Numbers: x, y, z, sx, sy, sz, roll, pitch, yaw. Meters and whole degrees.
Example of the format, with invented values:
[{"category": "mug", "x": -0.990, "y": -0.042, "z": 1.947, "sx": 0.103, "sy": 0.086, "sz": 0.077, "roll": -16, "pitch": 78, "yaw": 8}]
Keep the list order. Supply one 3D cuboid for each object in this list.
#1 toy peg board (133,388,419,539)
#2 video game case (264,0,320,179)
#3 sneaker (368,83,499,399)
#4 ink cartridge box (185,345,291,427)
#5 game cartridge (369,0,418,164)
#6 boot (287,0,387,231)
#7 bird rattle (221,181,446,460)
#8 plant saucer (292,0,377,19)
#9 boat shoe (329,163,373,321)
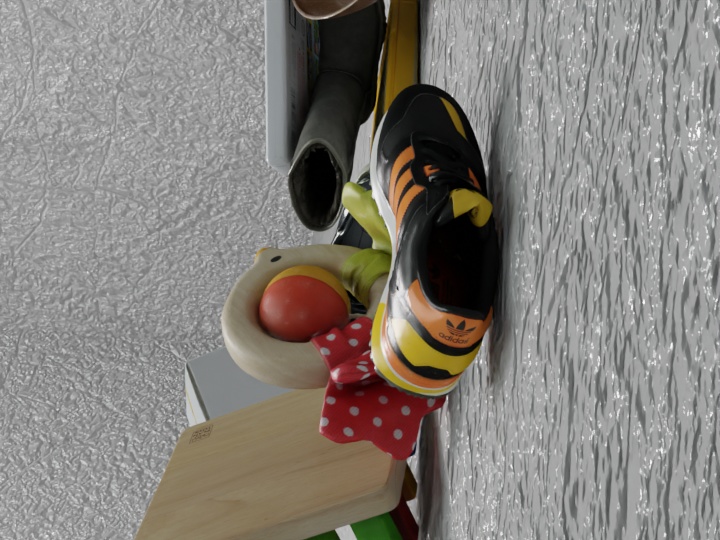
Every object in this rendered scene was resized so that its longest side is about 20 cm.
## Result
[{"category": "toy peg board", "x": -0.042, "y": 0.171, "z": 1.175, "sx": 0.199, "sy": 0.199, "sz": 0.098, "roll": -73, "pitch": -39, "yaw": -65}, {"category": "video game case", "x": -0.055, "y": -0.177, "z": 1.565, "sx": 0.182, "sy": 0.023, "sz": 0.201, "roll": 35, "pitch": -128, "yaw": -72}, {"category": "sneaker", "x": 0.050, "y": -0.033, "z": 0.914, "sx": 0.090, "sy": 0.070, "sz": 0.201, "roll": 127, "pitch": 151, "yaw": -54}, {"category": "ink cartridge box", "x": -0.075, "y": 0.148, "z": 1.544, "sx": 0.200, "sy": 0.145, "sz": 0.145, "roll": 108, "pitch": 139, "yaw": -71}, {"category": "game cartridge", "x": 0.029, "y": -0.151, "z": 1.567, "sx": 0.177, "sy": 0.032, "sz": 0.200, "roll": 99, "pitch": 174, "yaw": -48}, {"category": "boot", "x": -0.027, "y": -0.160, "z": 1.496, "sx": 0.200, "sy": 0.072, "sz": 0.182, "roll": -63, "pitch": -29, "yaw": -54}, {"category": "bird rattle", "x": -0.014, "y": 0.039, "z": 1.113, "sx": 0.113, "sy": 0.162, "sz": 0.200, "roll": 73, "pitch": -156, "yaw": -47}, {"category": "plant saucer", "x": 0.012, "y": -0.305, "z": 1.451, "sx": 0.200, "sy": 0.037, "sz": 0.201, "roll": -35, "pitch": 41, "yaw": 37}, {"category": "boat shoe", "x": 0.002, "y": 0.001, "z": 1.450, "sx": 0.066, "sy": 0.074, "sz": 0.200, "roll": -71, "pitch": 1, "yaw": -50}]
